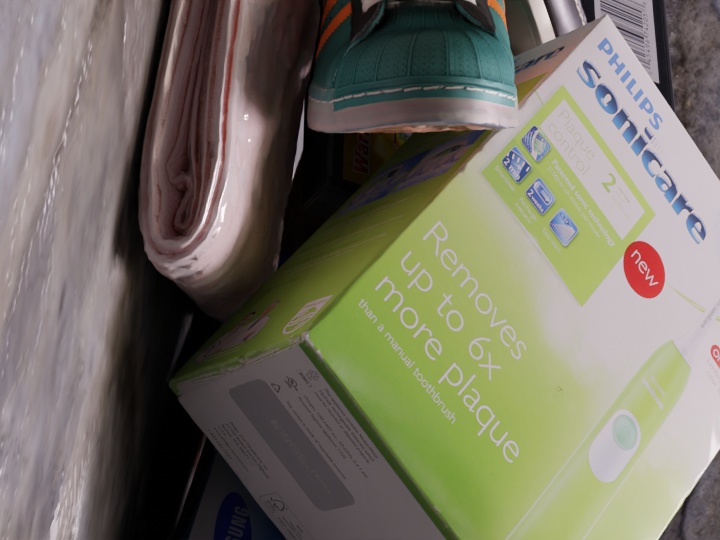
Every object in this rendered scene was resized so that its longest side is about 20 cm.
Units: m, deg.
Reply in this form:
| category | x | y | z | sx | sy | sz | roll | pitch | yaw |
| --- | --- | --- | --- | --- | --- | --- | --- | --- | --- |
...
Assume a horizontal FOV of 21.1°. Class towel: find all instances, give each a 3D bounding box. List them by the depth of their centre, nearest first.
| category | x | y | z | sx | sy | sz | roll | pitch | yaw |
| --- | --- | --- | --- | --- | --- | --- | --- | --- | --- |
| towel | -0.036 | -0.082 | 0.672 | 0.200 | 0.032 | 0.192 | 68 | 32 | -82 |

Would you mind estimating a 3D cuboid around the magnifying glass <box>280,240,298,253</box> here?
| category | x | y | z | sx | sy | sz | roll | pitch | yaw |
| --- | --- | --- | --- | --- | --- | --- | --- | --- | --- |
| magnifying glass | -0.043 | 0.061 | 1.051 | 0.080 | 0.022 | 0.200 | -76 | 176 | -48 |

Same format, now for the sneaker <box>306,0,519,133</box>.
| category | x | y | z | sx | sy | sz | roll | pitch | yaw |
| --- | --- | --- | --- | --- | --- | --- | --- | --- | --- |
| sneaker | 0.016 | -0.094 | 0.668 | 0.200 | 0.071 | 0.080 | -100 | -171 | -76 |

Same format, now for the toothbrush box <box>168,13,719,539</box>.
| category | x | y | z | sx | sy | sz | roll | pitch | yaw |
| --- | --- | --- | --- | --- | --- | --- | --- | --- | --- |
| toothbrush box | 0.053 | 0.028 | 0.693 | 0.086 | 0.146 | 0.200 | -21 | -161 | 49 |

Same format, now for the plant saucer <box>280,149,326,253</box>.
| category | x | y | z | sx | sy | sz | roll | pitch | yaw |
| --- | --- | --- | --- | --- | --- | --- | --- | --- | --- |
| plant saucer | 0.000 | 0.000 | 0.883 | 0.200 | 0.035 | 0.201 | -167 | -90 | -73 |

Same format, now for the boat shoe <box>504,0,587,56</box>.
| category | x | y | z | sx | sy | sz | roll | pitch | yaw |
| --- | --- | --- | --- | --- | --- | --- | --- | --- | --- |
| boat shoe | 0.067 | -0.148 | 0.746 | 0.073 | 0.063 | 0.200 | 51 | -10 | 49 |

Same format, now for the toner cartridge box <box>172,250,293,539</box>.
| category | x | y | z | sx | sy | sz | roll | pitch | yaw |
| --- | --- | --- | --- | --- | --- | --- | --- | --- | --- |
| toner cartridge box | -0.044 | 0.089 | 0.746 | 0.200 | 0.043 | 0.095 | -76 | -173 | -54 |

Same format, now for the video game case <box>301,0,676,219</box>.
| category | x | y | z | sx | sy | sz | roll | pitch | yaw |
| --- | --- | --- | --- | --- | --- | --- | --- | --- | --- |
| video game case | 0.059 | -0.086 | 0.831 | 0.025 | 0.180 | 0.200 | -40 | -140 | 47 |
